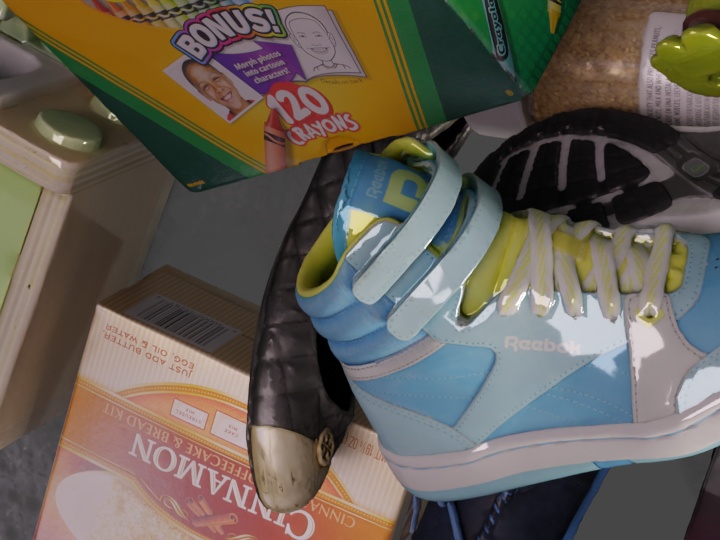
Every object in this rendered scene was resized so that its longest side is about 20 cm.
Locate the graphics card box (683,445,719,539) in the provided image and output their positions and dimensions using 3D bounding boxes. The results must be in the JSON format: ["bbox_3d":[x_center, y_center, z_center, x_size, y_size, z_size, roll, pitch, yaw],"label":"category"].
[{"bbox_3d":[0.158,0.155,0.847,0.125,0.051,0.201,23,109,18],"label":"graphics card box"}]

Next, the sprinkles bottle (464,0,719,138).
[{"bbox_3d":[0.139,-0.075,0.920,0.199,0.068,0.068,8,106,22],"label":"sprinkles bottle"}]

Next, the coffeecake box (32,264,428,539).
[{"bbox_3d":[-0.058,0.123,1.055,0.153,0.073,0.201,23,112,15],"label":"coffeecake box"}]

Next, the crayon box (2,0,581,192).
[{"bbox_3d":[-0.030,-0.104,0.907,0.200,0.058,0.119,-13,129,48],"label":"crayon box"}]

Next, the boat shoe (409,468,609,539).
[{"bbox_3d":[0.052,0.067,0.948,0.069,0.200,0.084,41,159,-23],"label":"boat shoe"}]

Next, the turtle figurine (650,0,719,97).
[{"bbox_3d":[0.135,-0.144,0.886,0.199,0.064,0.162,-6,61,13],"label":"turtle figurine"}]

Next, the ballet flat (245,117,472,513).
[{"bbox_3d":[0.000,0.000,0.959,0.057,0.066,0.201,13,75,18],"label":"ballet flat"}]

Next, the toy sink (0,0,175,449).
[{"bbox_3d":[-0.160,-0.045,1.034,0.130,0.112,0.200,29,113,14],"label":"toy sink"}]

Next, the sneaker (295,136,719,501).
[{"bbox_3d":[0.064,0.001,0.820,0.200,0.080,0.131,-21,119,29],"label":"sneaker"}]

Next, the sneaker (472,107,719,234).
[{"bbox_3d":[0.122,-0.010,0.892,0.199,0.074,0.081,0,136,30],"label":"sneaker"}]
